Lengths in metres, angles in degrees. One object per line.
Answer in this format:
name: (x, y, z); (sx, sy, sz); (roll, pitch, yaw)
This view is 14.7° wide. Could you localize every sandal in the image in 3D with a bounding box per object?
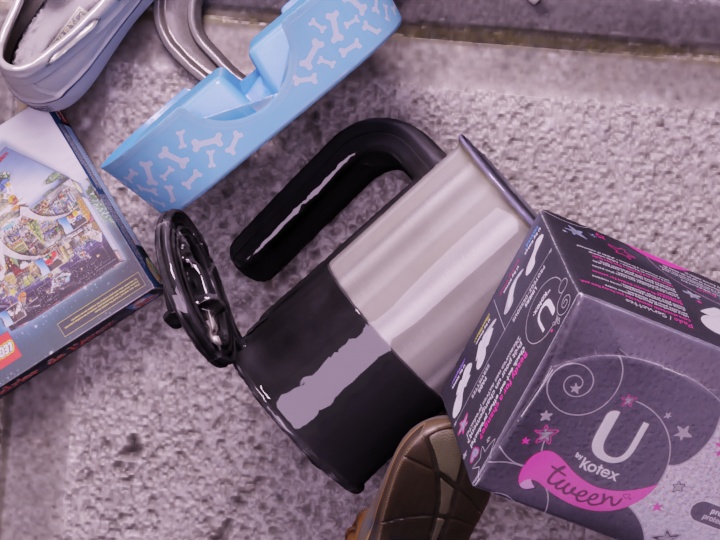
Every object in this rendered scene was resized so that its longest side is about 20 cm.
sandal: (0.019, 0.159, 1.629); (0.082, 0.055, 0.200); (10, 120, -19)

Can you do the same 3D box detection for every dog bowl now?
dog bowl: (-0.059, -0.106, 1.616); (0.200, 0.111, 0.050); (-39, 98, 4)

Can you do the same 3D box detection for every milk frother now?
milk frother: (0.000, 0.000, 1.583); (0.188, 0.200, 0.181); (-42, 78, 5)

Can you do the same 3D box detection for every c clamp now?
c clamp: (-0.021, -0.169, 1.677); (0.200, 0.027, 0.171); (-38, 82, 7)

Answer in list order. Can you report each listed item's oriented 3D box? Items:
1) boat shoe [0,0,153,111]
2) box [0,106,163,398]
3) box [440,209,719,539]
boat shoe: (-0.155, -0.191, 1.667); (0.072, 0.066, 0.200); (33, 82, 18)
box: (-0.237, 0.007, 1.702); (0.200, 0.038, 0.137); (-32, 83, 7)
box: (0.165, 0.077, 1.536); (0.200, 0.115, 0.132); (22, 109, -16)
